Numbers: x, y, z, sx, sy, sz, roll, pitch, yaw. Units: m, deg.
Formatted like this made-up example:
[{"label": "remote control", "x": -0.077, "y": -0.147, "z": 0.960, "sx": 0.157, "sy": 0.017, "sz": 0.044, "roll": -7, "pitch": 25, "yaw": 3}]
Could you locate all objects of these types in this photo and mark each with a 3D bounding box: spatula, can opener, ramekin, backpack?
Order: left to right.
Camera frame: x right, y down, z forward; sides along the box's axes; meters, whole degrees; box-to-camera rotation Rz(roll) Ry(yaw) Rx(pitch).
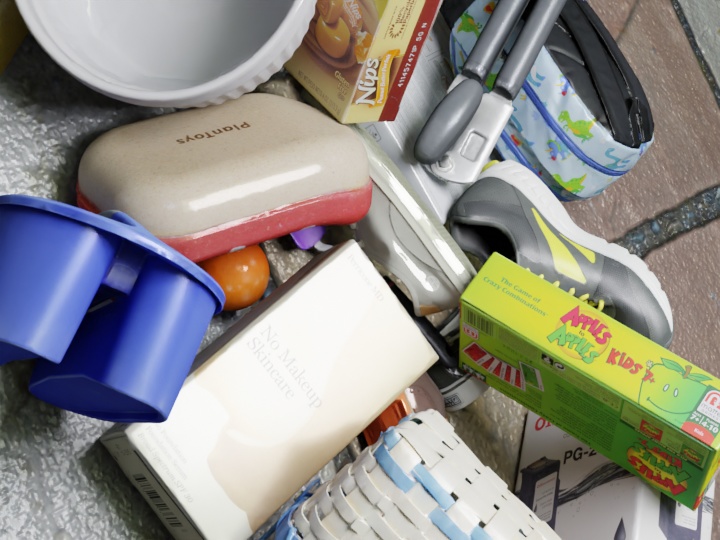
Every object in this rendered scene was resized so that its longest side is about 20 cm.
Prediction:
[{"label": "ramekin", "x": -0.116, "y": -0.199, "z": 0.884, "sx": 0.105, "sy": 0.198, "sz": 0.203, "roll": 23, "pitch": 47, "yaw": -83}, {"label": "spatula", "x": 0.000, "y": 0.000, "z": 1.013, "sx": 0.200, "sy": 0.021, "sz": 0.057, "roll": 44, "pitch": 28, "yaw": 1}, {"label": "can opener", "x": 0.105, "y": -0.156, "z": 1.051, "sx": 0.052, "sy": 0.067, "sz": 0.202, "roll": 28, "pitch": 75, "yaw": 4}, {"label": "backpack", "x": 0.161, "y": -0.157, "z": 1.157, "sx": 0.200, "sy": 0.154, "sz": 0.163, "roll": 45, "pitch": 25, "yaw": 18}]

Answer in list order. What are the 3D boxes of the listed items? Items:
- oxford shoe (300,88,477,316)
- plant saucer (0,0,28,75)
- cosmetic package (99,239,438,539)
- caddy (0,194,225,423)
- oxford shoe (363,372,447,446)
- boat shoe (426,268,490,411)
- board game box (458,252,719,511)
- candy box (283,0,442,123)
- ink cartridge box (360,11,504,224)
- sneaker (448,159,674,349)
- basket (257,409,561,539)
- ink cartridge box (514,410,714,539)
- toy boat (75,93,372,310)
[{"label": "oxford shoe", "x": 0.011, "y": -0.049, "z": 1.000, "sx": 0.201, "sy": 0.058, "sz": 0.075, "roll": 54, "pitch": 12, "yaw": 8}, {"label": "plant saucer", "x": -0.271, "y": -0.250, "z": 0.887, "sx": 0.199, "sy": 0.048, "sz": 0.202, "roll": 38, "pitch": 52, "yaw": -23}, {"label": "cosmetic package", "x": -0.056, "y": 0.082, "z": 0.885, "sx": 0.200, "sy": 0.071, "sz": 0.106, "roll": -42, "pitch": 99, "yaw": -24}, {"label": "caddy", "x": -0.162, "y": 0.014, "z": 0.781, "sx": 0.140, "sy": 0.199, "sz": 0.106, "roll": 29, "pitch": 71, "yaw": -26}, {"label": "oxford shoe", "x": 0.046, "y": 0.129, "z": 0.995, "sx": 0.073, "sy": 0.071, "sz": 0.202, "roll": -19, "pitch": 86, "yaw": -48}, {"label": "boat shoe", "x": 0.113, "y": 0.027, "z": 1.091, "sx": 0.064, "sy": 0.070, "sz": 0.200, "roll": 55, "pitch": 49, "yaw": -10}, {"label": "board game box", "x": 0.162, "y": 0.077, "z": 0.956, "sx": 0.199, "sy": 0.102, "sz": 0.048, "roll": 31, "pitch": 65, "yaw": 21}, {"label": "candy box", "x": -0.032, "y": -0.206, "z": 0.966, "sx": 0.055, "sy": 0.116, "sz": 0.200, "roll": -7, "pitch": 42, "yaw": -42}, {"label": "ink cartridge box", "x": 0.047, "y": -0.125, "z": 1.126, "sx": 0.164, "sy": 0.057, "sz": 0.200, "roll": 60, "pitch": 26, "yaw": -4}, {"label": "sneaker", "x": 0.146, "y": 0.006, "z": 1.046, "sx": 0.200, "sy": 0.075, "sz": 0.084, "roll": 41, "pitch": 52, "yaw": 15}, {"label": "basket", "x": 0.018, "y": 0.202, "z": 0.838, "sx": 0.176, "sy": 0.200, "sz": 0.139, "roll": 45, "pitch": 10, "yaw": 10}, {"label": "ink cartridge box", "x": 0.186, "y": 0.191, "z": 1.037, "sx": 0.084, "sy": 0.144, "sz": 0.202, "roll": 30, "pitch": 55, "yaw": -26}, {"label": "toy boat", "x": -0.086, "y": -0.034, "z": 0.922, "sx": 0.198, "sy": 0.130, "sz": 0.132, "roll": -18, "pitch": 126, "yaw": -27}]
